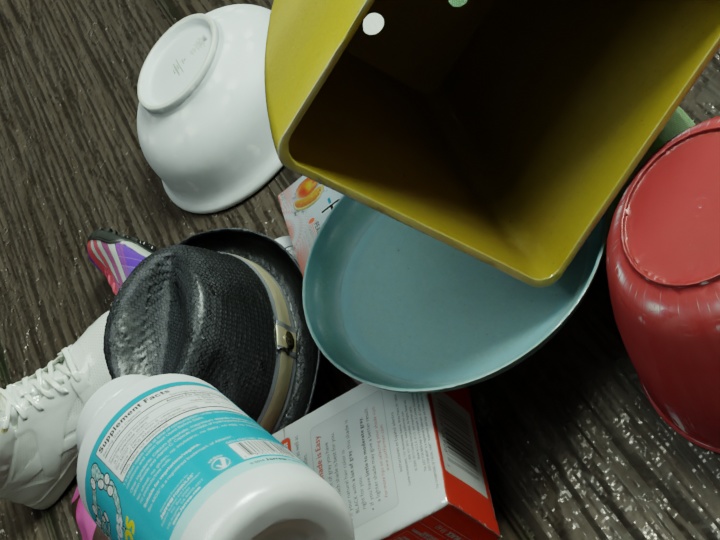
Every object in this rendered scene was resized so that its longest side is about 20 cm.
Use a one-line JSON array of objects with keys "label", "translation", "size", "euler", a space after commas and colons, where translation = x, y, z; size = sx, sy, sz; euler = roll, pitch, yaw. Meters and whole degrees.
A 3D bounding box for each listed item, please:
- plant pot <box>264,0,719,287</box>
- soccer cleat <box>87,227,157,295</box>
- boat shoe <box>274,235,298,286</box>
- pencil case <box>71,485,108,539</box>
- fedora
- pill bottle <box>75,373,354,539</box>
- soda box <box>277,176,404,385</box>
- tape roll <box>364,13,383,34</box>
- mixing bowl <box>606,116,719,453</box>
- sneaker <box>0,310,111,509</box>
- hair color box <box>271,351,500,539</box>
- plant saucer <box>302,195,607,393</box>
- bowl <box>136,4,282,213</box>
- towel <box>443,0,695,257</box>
[{"label": "plant pot", "translation": [0.055, -0.145, 0.807], "size": [0.201, 0.198, 0.177], "euler": [-57, 33, 16]}, {"label": "soccer cleat", "translation": [-0.180, 0.016, 1.189], "size": [0.199, 0.068, 0.074], "euler": [20, 85, 48]}, {"label": "boat shoe", "translation": [-0.101, 0.060, 1.070], "size": [0.200, 0.073, 0.065], "euler": [-49, 36, 9]}, {"label": "pencil case", "translation": [-0.158, 0.227, 1.006], "size": [0.094, 0.090, 0.201], "euler": [-56, 33, 30]}, {"label": "fedora", "translation": [-0.123, 0.057, 0.994], "size": [0.198, 0.091, 0.203], "euler": [-10, 68, 26]}, {"label": "pill bottle", "translation": [-0.098, 0.132, 0.842], "size": [0.111, 0.110, 0.199], "euler": [-56, 40, -3]}, {"label": "soda box", "translation": [0.000, 0.000, 0.995], "size": [0.063, 0.068, 0.201], "euler": [-36, 36, 12]}, {"label": "tape roll", "translation": [0.063, -0.211, 0.987], "size": [0.201, 0.037, 0.206], "euler": [0, 90, 35]}, {"label": "mixing bowl", "translation": [0.210, -0.010, 0.784], "size": [0.199, 0.108, 0.202], "euler": [-26, 47, 31]}, {"label": "sneaker", "translation": [-0.259, 0.106, 1.137], "size": [0.201, 0.115, 0.074], "euler": [-56, 44, 16]}, {"label": "hair color box", "translation": [-0.018, 0.150, 0.886], "size": [0.199, 0.064, 0.112], "euler": [-30, 46, 23]}, {"label": "plant saucer", "translation": [0.058, -0.006, 0.874], "size": [0.198, 0.028, 0.202], "euler": [-16, 48, 18]}, {"label": "bowl", "translation": [-0.131, -0.158, 1.240], "size": [0.200, 0.090, 0.203], "euler": [-25, 49, 31]}, {"label": "towel", "translation": [0.115, -0.103, 0.922], "size": [0.149, 0.031, 0.201], "euler": [-45, 74, 26]}]
